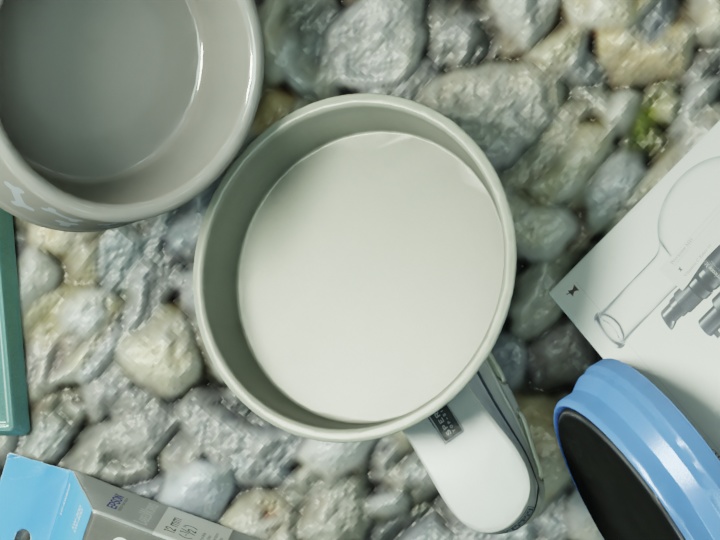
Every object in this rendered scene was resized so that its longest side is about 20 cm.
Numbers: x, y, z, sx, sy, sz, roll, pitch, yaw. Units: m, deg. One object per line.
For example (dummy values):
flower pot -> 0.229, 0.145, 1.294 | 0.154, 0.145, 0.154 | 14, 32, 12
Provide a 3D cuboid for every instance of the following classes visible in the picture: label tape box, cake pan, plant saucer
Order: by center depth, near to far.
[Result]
cake pan -> 0.000, 0.000, 1.226 | 0.199, 0.037, 0.201 | -5, 78, 23
plant saucer -> -0.244, 0.005, 1.298 | 0.070, 0.019, 0.201 | -2, 101, 6
label tape box -> -0.147, 0.214, 1.301 | 0.199, 0.066, 0.144 | 20, 101, 0

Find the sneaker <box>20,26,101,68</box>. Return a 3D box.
sneaker -> -0.228, -0.189, 1.236 | 0.200, 0.073, 0.115 | 20, 94, -2

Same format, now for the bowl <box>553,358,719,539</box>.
bowl -> 0.173, 0.144, 1.188 | 0.039, 0.201, 0.201 | -31, 96, -10

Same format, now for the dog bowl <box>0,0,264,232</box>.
dog bowl -> -0.142, -0.117, 1.198 | 0.199, 0.059, 0.201 | -5, 101, -29

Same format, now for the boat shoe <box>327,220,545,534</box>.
boat shoe -> 0.049, 0.062, 1.255 | 0.072, 0.066, 0.200 | -38, 73, 14

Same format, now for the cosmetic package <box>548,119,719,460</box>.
cosmetic package -> 0.219, 0.031, 1.185 | 0.151, 0.052, 0.200 | -47, 54, 13
